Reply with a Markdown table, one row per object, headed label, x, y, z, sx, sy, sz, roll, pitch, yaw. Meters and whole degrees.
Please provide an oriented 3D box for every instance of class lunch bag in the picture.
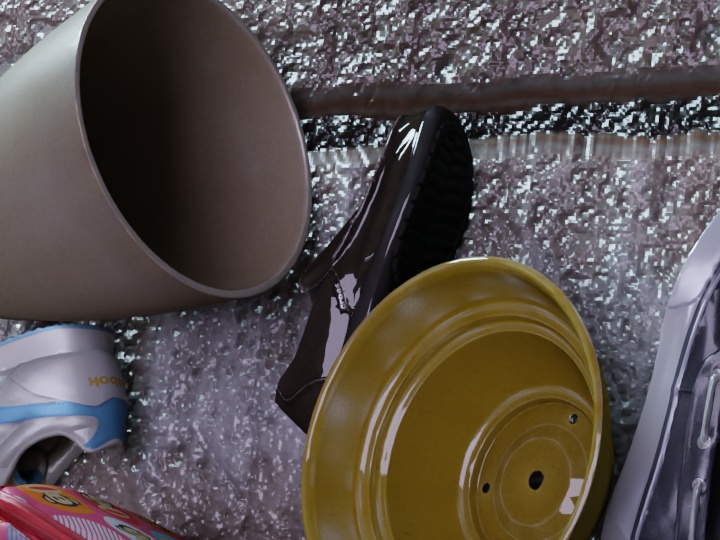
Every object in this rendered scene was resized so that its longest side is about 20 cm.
| label | x | y | z | sx | sy | sz | roll | pitch | yaw |
| --- | --- | --- | --- | --- | --- | --- | --- | --- | --- |
| lunch bag | -0.102 | 0.187 | 1.368 | 0.176 | 0.200 | 0.082 | 28 | 91 | 29 |

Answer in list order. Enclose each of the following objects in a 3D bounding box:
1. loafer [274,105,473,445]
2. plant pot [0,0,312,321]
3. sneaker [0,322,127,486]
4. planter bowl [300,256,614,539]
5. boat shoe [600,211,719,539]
| label | x | y | z | sx | sy | sz | roll | pitch | yaw |
| --- | --- | --- | --- | --- | --- | --- | --- | --- | --- |
| loafer | 0.000 | 0.000 | 1.439 | 0.071 | 0.073 | 0.201 | 18 | 85 | 29 |
| plant pot | -0.162 | -0.047 | 1.498 | 0.200 | 0.187 | 0.188 | -21 | 66 | 37 |
| sneaker | -0.227 | 0.098 | 1.535 | 0.199 | 0.076 | 0.081 | -22 | 70 | 24 |
| planter bowl | 0.069 | 0.100 | 1.351 | 0.200 | 0.083 | 0.201 | -19 | 62 | 39 |
| boat shoe | 0.184 | 0.066 | 1.323 | 0.068 | 0.072 | 0.201 | 18 | 87 | 33 |
